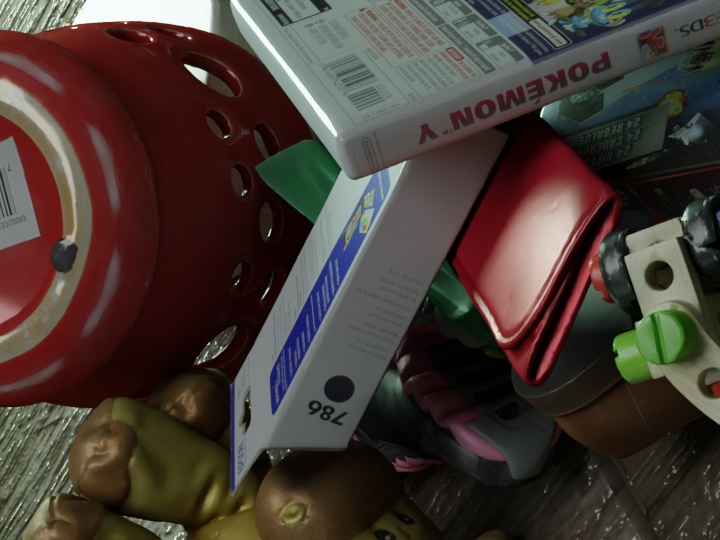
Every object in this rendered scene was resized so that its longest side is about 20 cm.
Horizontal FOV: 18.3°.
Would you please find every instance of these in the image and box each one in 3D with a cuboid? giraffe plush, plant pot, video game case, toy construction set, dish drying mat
[{"bbox_3d":[-0.030,0.137,1.020,0.162,0.200,0.173,-12,40,47],"label":"giraffe plush"},{"bbox_3d":[-0.141,-0.024,1.108,0.200,0.182,0.201,3,97,26],"label":"plant pot"},{"bbox_3d":[0.052,-0.109,0.915,0.200,0.182,0.023,-125,14,-64],"label":"video game case"},{"bbox_3d":[0.144,0.039,0.771,0.092,0.200,0.132,-20,83,14],"label":"toy construction set"},{"bbox_3d":[0.059,-0.020,0.870,0.200,0.018,0.077,-114,47,-73],"label":"dish drying mat"}]

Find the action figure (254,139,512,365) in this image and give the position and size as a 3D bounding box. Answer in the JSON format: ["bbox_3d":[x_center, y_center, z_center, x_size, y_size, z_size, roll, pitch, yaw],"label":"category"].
[{"bbox_3d":[0.043,0.000,1.032,0.200,0.118,0.055,44,135,52],"label":"action figure"}]

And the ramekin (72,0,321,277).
[{"bbox_3d":[-0.102,-0.082,1.286,0.202,0.094,0.203,-28,54,46],"label":"ramekin"}]

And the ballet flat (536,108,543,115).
[{"bbox_3d":[0.094,-0.052,1.017,0.073,0.073,0.200,-57,48,23],"label":"ballet flat"}]

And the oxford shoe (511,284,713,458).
[{"bbox_3d":[0.159,0.006,0.900,0.200,0.071,0.071,-37,28,21],"label":"oxford shoe"}]

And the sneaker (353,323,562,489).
[{"bbox_3d":[0.031,0.066,1.064,0.200,0.079,0.096,39,131,55],"label":"sneaker"}]

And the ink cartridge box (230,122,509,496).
[{"bbox_3d":[0.000,0.000,0.954,0.200,0.039,0.100,-61,16,23],"label":"ink cartridge box"}]

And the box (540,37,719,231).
[{"bbox_3d":[0.163,-0.086,0.891,0.200,0.040,0.137,-9,50,45],"label":"box"}]
